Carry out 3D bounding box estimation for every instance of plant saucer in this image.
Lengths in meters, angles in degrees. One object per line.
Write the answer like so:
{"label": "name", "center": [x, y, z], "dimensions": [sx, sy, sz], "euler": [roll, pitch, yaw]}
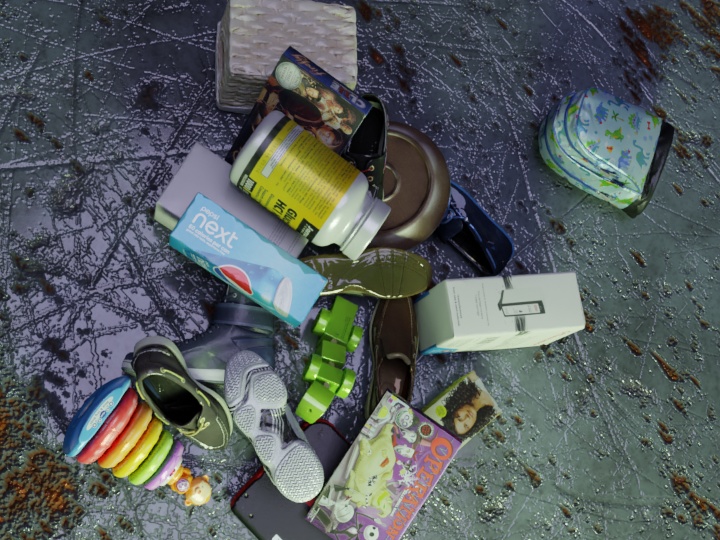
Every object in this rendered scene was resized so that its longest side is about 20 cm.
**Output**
{"label": "plant saucer", "center": [0.030, -0.123, 1.265], "dimensions": [0.197, 0.032, 0.203], "euler": [-2, 79, 9]}

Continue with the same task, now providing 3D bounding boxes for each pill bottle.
{"label": "pill bottle", "center": [-0.063, -0.106, 1.150], "dimensions": [0.199, 0.112, 0.113], "euler": [36, 71, -3]}

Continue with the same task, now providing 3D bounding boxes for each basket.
{"label": "basket", "center": [-0.103, -0.306, 1.261], "dimensions": [0.197, 0.123, 0.138], "euler": [2, 77, -15]}

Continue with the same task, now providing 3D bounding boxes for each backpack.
{"label": "backpack", "center": [0.376, -0.197, 1.370], "dimensions": [0.198, 0.154, 0.165], "euler": [23, 79, 5]}

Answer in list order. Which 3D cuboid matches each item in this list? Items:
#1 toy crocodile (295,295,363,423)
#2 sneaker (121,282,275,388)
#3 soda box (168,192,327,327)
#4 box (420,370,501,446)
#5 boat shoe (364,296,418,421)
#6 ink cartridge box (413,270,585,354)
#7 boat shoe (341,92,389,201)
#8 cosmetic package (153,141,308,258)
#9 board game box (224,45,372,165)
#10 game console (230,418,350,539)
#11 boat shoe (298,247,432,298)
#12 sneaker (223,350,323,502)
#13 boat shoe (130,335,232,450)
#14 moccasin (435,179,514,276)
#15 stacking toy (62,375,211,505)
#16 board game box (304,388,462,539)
{"label": "toy crocodile", "center": [-0.042, 0.116, 1.198], "dimensions": [0.067, 0.062, 0.202], "euler": [24, 46, -12]}
{"label": "sneaker", "center": [-0.209, 0.080, 1.167], "dimensions": [0.199, 0.077, 0.148], "euler": [5, 78, -15]}
{"label": "soda box", "center": [-0.144, -0.011, 1.128], "dimensions": [0.199, 0.064, 0.068], "euler": [34, 75, -6]}
{"label": "box", "center": [0.101, 0.226, 1.219], "dimensions": [0.199, 0.050, 0.076], "euler": [-36, 88, -28]}
{"label": "boat shoe", "center": [0.052, 0.122, 1.231], "dimensions": [0.074, 0.075, 0.205], "euler": [7, 76, -13]}
{"label": "ink cartridge box", "center": [0.192, 0.062, 1.246], "dimensions": [0.197, 0.146, 0.086], "euler": [-4, 76, -17]}
{"label": "boat shoe", "center": [0.000, -0.146, 1.228], "dimensions": [0.073, 0.063, 0.204], "euler": [7, 81, 8]}
{"label": "cosmetic package", "center": [-0.171, -0.068, 1.209], "dimensions": [0.199, 0.085, 0.108], "euler": [34, 71, -5]}
{"label": "board game box", "center": [-0.090, -0.184, 1.205], "dimensions": [0.135, 0.201, 0.035], "euler": [33, 37, -5]}
{"label": "game console", "center": [-0.049, 0.320, 1.187], "dimensions": [0.200, 0.031, 0.177], "euler": [46, 74, -1]}
{"label": "boat shoe", "center": [-0.001, 0.001, 1.242], "dimensions": [0.198, 0.066, 0.073], "euler": [-2, 99, -8]}
{"label": "sneaker", "center": [-0.114, 0.202, 1.124], "dimensions": [0.074, 0.115, 0.201], "euler": [-28, 79, -13]}
{"label": "boat shoe", "center": [-0.221, 0.169, 1.100], "dimensions": [0.071, 0.202, 0.061], "euler": [-22, 39, 9]}
{"label": "moccasin", "center": [0.142, -0.070, 1.294], "dimensions": [0.199, 0.081, 0.069], "euler": [36, 58, -4]}
{"label": "stacking toy", "center": [-0.268, 0.234, 1.116], "dimensions": [0.200, 0.109, 0.117], "euler": [42, 68, -15]}
{"label": "board game box", "center": [0.029, 0.269, 1.140], "dimensions": [0.119, 0.032, 0.201], "euler": [32, 95, 1]}
